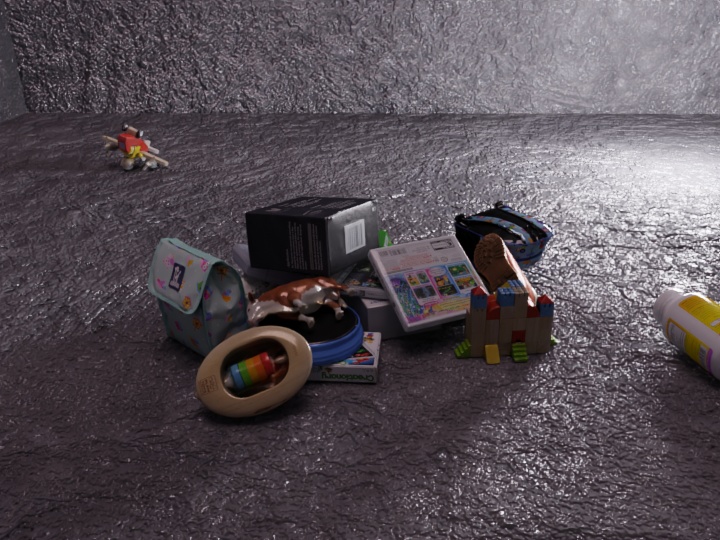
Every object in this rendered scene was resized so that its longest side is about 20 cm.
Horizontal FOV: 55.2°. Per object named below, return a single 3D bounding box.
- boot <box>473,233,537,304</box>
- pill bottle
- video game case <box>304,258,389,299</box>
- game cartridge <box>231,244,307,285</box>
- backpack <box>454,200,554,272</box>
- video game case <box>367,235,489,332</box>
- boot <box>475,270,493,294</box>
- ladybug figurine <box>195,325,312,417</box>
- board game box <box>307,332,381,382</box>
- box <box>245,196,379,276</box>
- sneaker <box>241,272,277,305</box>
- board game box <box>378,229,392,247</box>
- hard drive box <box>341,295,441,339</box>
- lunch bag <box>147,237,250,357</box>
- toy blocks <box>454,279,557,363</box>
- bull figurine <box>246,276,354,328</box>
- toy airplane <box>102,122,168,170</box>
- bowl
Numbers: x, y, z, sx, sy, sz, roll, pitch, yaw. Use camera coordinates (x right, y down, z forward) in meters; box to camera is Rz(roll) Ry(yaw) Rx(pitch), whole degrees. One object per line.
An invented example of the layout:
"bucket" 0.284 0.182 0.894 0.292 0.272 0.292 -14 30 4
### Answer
"boot" 0.303 0.010 1.432 0.075 0.107 0.201 -39 40 21
"pill bottle" 0.614 0.107 1.229 0.103 0.105 0.200 -6 25 -11
"video game case" 0.000 0.000 1.407 0.180 0.024 0.200 5 25 17
"game cartridge" -0.170 -0.002 1.488 0.198 0.042 0.133 16 9 -34
"backpack" 0.334 -0.062 1.574 0.181 0.136 0.199 -19 29 -35
"video game case" 0.136 0.020 1.319 0.198 0.024 0.183 -10 57 -25
"boot" 0.190 0.030 1.374 0.198 0.078 0.139 27 27 -11
"ladybug figurine" -0.172 0.168 1.123 0.198 0.137 0.072 -18 -18 -5
"board game box" -0.064 0.152 1.242 0.197 0.035 0.127 1 24 6
"box" -0.093 -0.075 1.386 0.198 0.119 0.196 7 18 31
"sneaker" -0.220 0.045 1.437 0.084 0.074 0.200 0 23 8
"board game box" -0.026 -0.054 1.576 0.197 0.041 0.153 6 -18 16
"hard drive box" 0.059 0.055 1.402 0.154 0.078 0.200 -9 26 -15
"lunch bag" -0.301 0.046 1.276 0.169 0.202 0.122 21 41 38
"toy blocks" 0.271 0.082 1.257 0.197 0.138 0.100 -3 24 -5
"bull figurine" -0.107 0.057 1.239 0.199 0.066 0.121 -21 31 -38
"toy airplane" -0.803 -0.421 2.442 0.198 0.143 0.199 29 -9 -41
"bowl" -0.092 0.108 1.252 0.198 0.040 0.201 -1 23 0
